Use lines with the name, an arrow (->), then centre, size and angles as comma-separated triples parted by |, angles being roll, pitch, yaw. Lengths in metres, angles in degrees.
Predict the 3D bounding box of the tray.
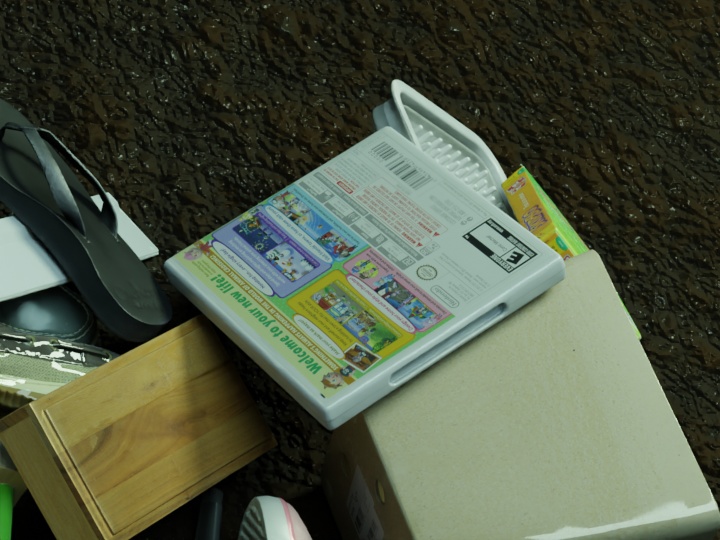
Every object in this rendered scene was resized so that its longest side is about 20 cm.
tray -> -0.133, 0.100, 1.637 | 0.099, 0.037, 0.200 | 60, 33, 0

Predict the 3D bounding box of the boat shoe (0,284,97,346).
boat shoe -> -0.257, 0.000, 1.702 | 0.200, 0.062, 0.073 | 25, 51, -5

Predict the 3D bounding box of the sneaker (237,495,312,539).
sneaker -> -0.010, 0.232, 1.630 | 0.104, 0.075, 0.201 | -5, 70, -23

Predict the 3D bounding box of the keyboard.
keyboard -> -0.198, -0.015, 1.717 | 0.056, 0.011, 0.200 | 51, 27, 10

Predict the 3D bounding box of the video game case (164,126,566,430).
video game case -> 0.000, 0.000, 1.679 | 0.182, 0.022, 0.200 | -32, 42, -17

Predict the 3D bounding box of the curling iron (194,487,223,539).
curling iron -> -0.091, 0.221, 1.636 | 0.049, 0.026, 0.200 | -13, 49, 12

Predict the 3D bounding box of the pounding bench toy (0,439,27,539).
pounding bench toy -> -0.254, 0.185, 1.532 | 0.200, 0.124, 0.156 | -13, 63, -30

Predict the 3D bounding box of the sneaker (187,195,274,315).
sneaker -> -0.028, -0.010, 1.801 | 0.200, 0.076, 0.091 | -30, 76, -34

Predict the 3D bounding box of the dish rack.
dish rack -> 0.075, -0.023, 1.828 | 0.172, 0.043, 0.200 | 28, 34, -56

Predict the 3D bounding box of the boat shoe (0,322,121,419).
boat shoe -> -0.236, 0.065, 1.666 | 0.200, 0.073, 0.065 | 16, 47, -24

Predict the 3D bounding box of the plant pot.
plant pot -> 0.085, 0.137, 1.677 | 0.177, 0.200, 0.200 | -15, 63, -18

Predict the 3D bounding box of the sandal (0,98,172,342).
sandal -> -0.184, -0.043, 1.714 | 0.200, 0.043, 0.076 | 49, 26, 10

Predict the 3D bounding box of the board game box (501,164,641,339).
board game box -> 0.140, -0.011, 1.818 | 0.096, 0.030, 0.200 | 51, 9, -14
